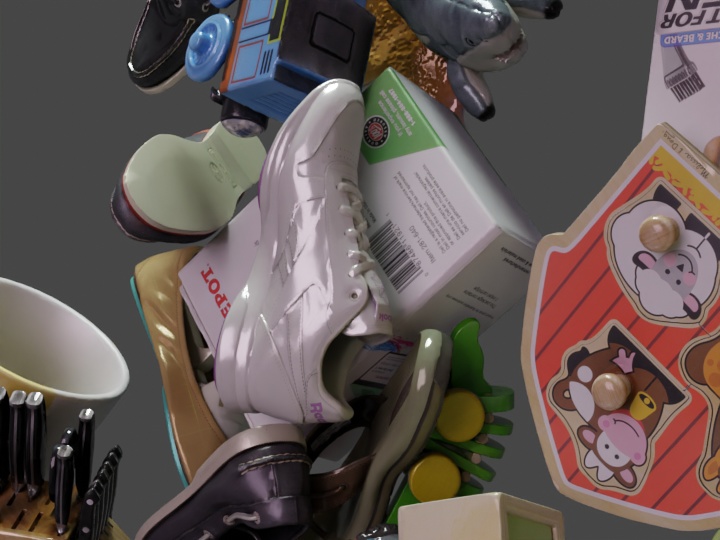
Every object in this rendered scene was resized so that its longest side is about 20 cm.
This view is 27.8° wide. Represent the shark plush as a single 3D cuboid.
[{"bbox_3d":[0.047,-0.189,0.939,0.091,0.083,0.200,-47,54,16],"label":"shark plush"}]

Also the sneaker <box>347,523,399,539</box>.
[{"bbox_3d":[0.003,0.240,0.798,0.095,0.079,0.202,21,95,29],"label":"sneaker"}]

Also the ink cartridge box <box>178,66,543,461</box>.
[{"bbox_3d":[0.000,0.000,0.912,0.200,0.084,0.145,-43,55,17],"label":"ink cartridge box"}]

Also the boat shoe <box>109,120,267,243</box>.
[{"bbox_3d":[-0.120,-0.053,0.960,0.062,0.200,0.071,-30,97,21],"label":"boat shoe"}]

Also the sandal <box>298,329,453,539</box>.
[{"bbox_3d":[-0.006,0.108,0.862,0.080,0.057,0.202,-90,23,-56],"label":"sandal"}]

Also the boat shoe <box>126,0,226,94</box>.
[{"bbox_3d":[-0.127,-0.227,1.086,0.200,0.066,0.075,-52,54,10],"label":"boat shoe"}]

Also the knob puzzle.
[{"bbox_3d":[0.160,0.054,0.774,0.218,0.030,0.222,8,103,34],"label":"knob puzzle"}]

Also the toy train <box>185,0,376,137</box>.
[{"bbox_3d":[-0.041,-0.182,0.920,0.114,0.086,0.202,-4,69,49],"label":"toy train"}]

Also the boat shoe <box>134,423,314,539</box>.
[{"bbox_3d":[-0.083,0.166,0.869,0.200,0.072,0.063,-53,47,44],"label":"boat shoe"}]

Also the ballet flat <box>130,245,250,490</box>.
[{"bbox_3d":[-0.106,0.067,0.981,0.063,0.069,0.201,-26,62,10],"label":"ballet flat"}]

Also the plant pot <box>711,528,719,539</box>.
[{"bbox_3d":[0.262,0.113,0.642,0.185,0.199,0.201,-50,53,26],"label":"plant pot"}]

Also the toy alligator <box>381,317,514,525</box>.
[{"bbox_3d":[0.049,0.128,0.862,0.054,0.059,0.202,19,95,-6],"label":"toy alligator"}]

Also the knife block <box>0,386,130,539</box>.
[{"bbox_3d":[-0.230,0.180,0.968,0.199,0.176,0.064,-35,15,22],"label":"knife block"}]

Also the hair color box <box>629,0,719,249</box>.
[{"bbox_3d":[0.219,-0.101,0.803,0.109,0.065,0.202,0,77,35],"label":"hair color box"}]

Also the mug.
[{"bbox_3d":[-0.280,0.099,1.032,0.154,0.185,0.150,-58,24,16],"label":"mug"}]

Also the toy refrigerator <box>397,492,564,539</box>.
[{"bbox_3d":[0.070,0.221,0.742,0.069,0.076,0.202,-14,66,31],"label":"toy refrigerator"}]

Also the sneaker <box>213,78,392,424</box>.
[{"bbox_3d":[-0.016,-0.008,0.839,0.099,0.075,0.202,12,87,23],"label":"sneaker"}]
